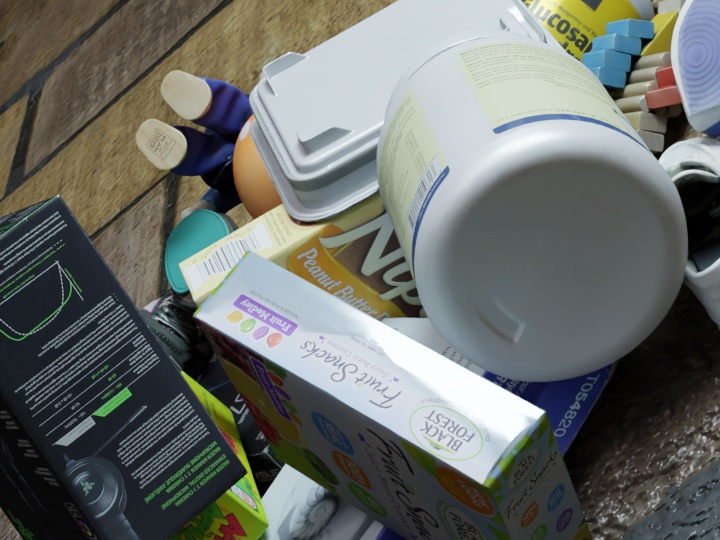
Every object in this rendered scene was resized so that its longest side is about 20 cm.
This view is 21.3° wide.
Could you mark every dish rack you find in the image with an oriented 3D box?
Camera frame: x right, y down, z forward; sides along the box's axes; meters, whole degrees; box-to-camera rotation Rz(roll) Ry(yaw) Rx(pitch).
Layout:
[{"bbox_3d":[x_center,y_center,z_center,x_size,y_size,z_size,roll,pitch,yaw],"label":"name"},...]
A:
[{"bbox_3d":[0.020,-0.125,1.216,0.199,0.044,0.172,-29,32,0],"label":"dish rack"}]

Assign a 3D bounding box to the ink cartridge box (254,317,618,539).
[{"bbox_3d":[0.027,0.112,1.086,0.200,0.041,0.200,-3,47,56],"label":"ink cartridge box"}]

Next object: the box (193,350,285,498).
[{"bbox_3d":[-0.054,0.070,1.338,0.160,0.044,0.201,-15,38,51],"label":"box"}]

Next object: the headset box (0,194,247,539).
[{"bbox_3d":[-0.174,0.073,1.080,0.093,0.201,0.174,-39,13,-24],"label":"headset box"}]

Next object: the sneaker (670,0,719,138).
[{"bbox_3d":[0.245,-0.168,1.174,0.080,0.115,0.201,-15,61,30],"label":"sneaker"}]

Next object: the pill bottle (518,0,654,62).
[{"bbox_3d":[0.132,-0.155,1.308,0.200,0.112,0.112,-54,25,-18],"label":"pill bottle"}]

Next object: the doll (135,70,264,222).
[{"bbox_3d":[-0.098,-0.091,1.442,0.048,0.200,0.137,30,96,24],"label":"doll"}]

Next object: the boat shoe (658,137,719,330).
[{"bbox_3d":[0.191,-0.031,1.066,0.072,0.066,0.200,-37,25,20],"label":"boat shoe"}]

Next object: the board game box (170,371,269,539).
[{"bbox_3d":[-0.119,0.144,1.189,0.102,0.048,0.200,-48,18,5],"label":"board game box"}]

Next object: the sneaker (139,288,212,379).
[{"bbox_3d":[-0.141,0.044,1.410,0.086,0.080,0.200,-51,2,0],"label":"sneaker"}]

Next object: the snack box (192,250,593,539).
[{"bbox_3d":[0.018,0.084,0.969,0.199,0.142,0.053,28,68,35],"label":"snack box"}]

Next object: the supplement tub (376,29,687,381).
[{"bbox_3d":[0.087,-0.044,1.057,0.145,0.145,0.200,-41,25,11],"label":"supplement tub"}]

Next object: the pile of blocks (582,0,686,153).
[{"bbox_3d":[0.169,-0.110,1.211,0.200,0.082,0.062,-55,25,-21],"label":"pile of blocks"}]

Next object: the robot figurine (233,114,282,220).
[{"bbox_3d":[-0.017,-0.092,1.409,0.143,0.117,0.200,-23,11,40],"label":"robot figurine"}]

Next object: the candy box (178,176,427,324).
[{"bbox_3d":[0.000,0.000,1.209,0.199,0.116,0.055,-30,33,0],"label":"candy box"}]

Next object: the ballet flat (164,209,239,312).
[{"bbox_3d":[-0.092,0.015,1.348,0.068,0.068,0.200,-43,22,2],"label":"ballet flat"}]
